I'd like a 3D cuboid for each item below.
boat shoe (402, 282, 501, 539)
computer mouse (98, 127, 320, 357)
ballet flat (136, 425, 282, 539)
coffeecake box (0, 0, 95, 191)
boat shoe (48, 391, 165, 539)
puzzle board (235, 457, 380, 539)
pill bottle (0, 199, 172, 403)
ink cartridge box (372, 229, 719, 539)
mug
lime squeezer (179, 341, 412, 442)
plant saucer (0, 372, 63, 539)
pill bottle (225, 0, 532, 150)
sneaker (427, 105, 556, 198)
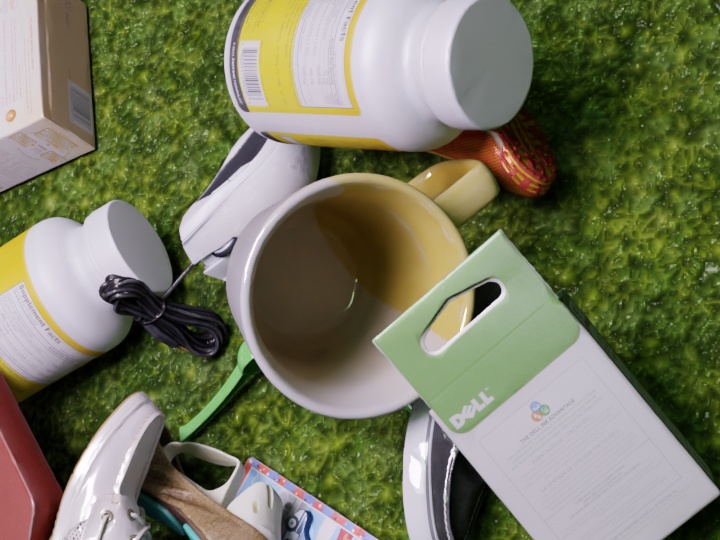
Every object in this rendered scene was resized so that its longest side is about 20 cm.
[{"bbox_3d":[0.078,0.090,0.945,0.066,0.070,0.201,-2,63,31],"label":"boat shoe"},{"bbox_3d":[-0.094,-0.031,1.072,0.200,0.110,0.044,-53,37,-5],"label":"computer mouse"},{"bbox_3d":[-0.100,0.166,1.009,0.072,0.068,0.200,-45,48,-16],"label":"ballet flat"},{"bbox_3d":[-0.335,-0.148,1.275,0.199,0.073,0.155,-20,62,22],"label":"coffeecake box"},{"bbox_3d":[-0.168,0.182,0.970,0.069,0.071,0.201,21,81,15],"label":"boat shoe"},{"bbox_3d":[-0.074,0.248,0.999,0.150,0.017,0.201,26,85,35],"label":"puzzle board"},{"bbox_3d":[-0.248,0.029,1.130,0.199,0.112,0.113,-30,59,17],"label":"pill bottle"},{"bbox_3d":[0.110,0.082,0.869,0.104,0.059,0.200,-40,90,10],"label":"ink cartridge box"},{"bbox_3d":[-0.004,0.009,0.959,0.153,0.185,0.151,-168,72,-72],"label":"mug"},{"bbox_3d":[-0.051,0.077,1.040,0.199,0.038,0.071,-9,67,27],"label":"lime squeezer"},{"bbox_3d":[-0.263,0.183,1.060,0.200,0.036,0.201,48,132,46],"label":"plant saucer"},{"bbox_3d":[0.011,-0.136,0.955,0.199,0.112,0.113,9,75,45],"label":"pill bottle"},{"bbox_3d":[0.067,-0.103,1.034,0.200,0.073,0.077,48,115,41],"label":"sneaker"}]
